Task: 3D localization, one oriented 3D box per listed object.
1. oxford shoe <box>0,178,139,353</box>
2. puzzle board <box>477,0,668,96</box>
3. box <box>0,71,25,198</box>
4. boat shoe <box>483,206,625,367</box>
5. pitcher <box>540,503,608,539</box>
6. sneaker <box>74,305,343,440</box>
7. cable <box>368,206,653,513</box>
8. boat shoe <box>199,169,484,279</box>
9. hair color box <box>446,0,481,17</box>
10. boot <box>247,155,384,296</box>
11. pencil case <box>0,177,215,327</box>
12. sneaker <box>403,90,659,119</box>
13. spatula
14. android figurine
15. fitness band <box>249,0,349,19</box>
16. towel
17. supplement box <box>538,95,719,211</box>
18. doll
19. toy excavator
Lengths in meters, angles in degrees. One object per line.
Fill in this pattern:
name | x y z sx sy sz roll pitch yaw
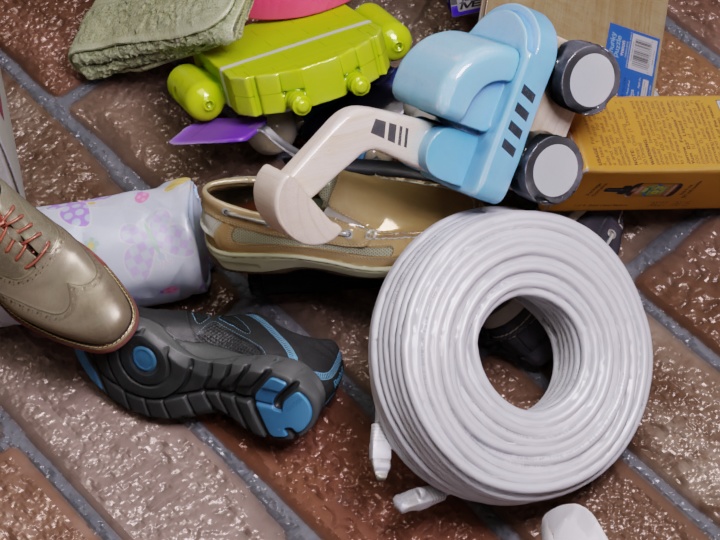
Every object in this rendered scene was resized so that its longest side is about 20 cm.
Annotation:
oxford shoe | -0.239 -0.015 1.585 0.200 0.075 0.071 35 78 12
puzzle board | 0.155 -0.200 1.664 0.150 0.017 0.201 14 81 -26
box | -0.333 -0.122 1.736 0.127 0.109 0.200 -14 50 -5
boat shoe | 0.152 -0.011 1.657 0.073 0.063 0.200 -19 26 51
pitcher | 0.115 0.263 1.422 0.171 0.121 0.200 41 55 18
sneaker | -0.108 0.063 1.623 0.199 0.073 0.082 17 32 18
cable | 0.100 0.055 1.534 0.199 0.069 0.201 -5 87 -25
boat shoe | -0.013 -0.040 1.586 0.199 0.076 0.072 -5 46 5
hair color box | 0.099 -0.283 1.770 0.109 0.065 0.200 -12 41 -2
boot | 0.000 0.000 1.643 0.162 0.074 0.199 0 47 3
pencil case | -0.206 -0.013 1.666 0.199 0.083 0.091 -11 68 -1
sneaker | 0.132 -0.099 1.689 0.200 0.071 0.080 -6 58 -20
spatula | -0.038 -0.086 1.669 0.199 0.021 0.057 14 27 14
android figurine | -0.052 -0.158 1.729 0.181 0.041 0.200 -20 25 -14
fitness band | -0.040 -0.260 1.823 0.143 0.038 0.200 8 38 26
towel | -0.141 -0.224 1.771 0.200 0.036 0.149 -7 56 46
supplement box | 0.217 -0.083 1.632 0.199 0.067 0.069 -4 65 -29
doll | 0.008 -0.128 1.747 0.199 0.049 0.137 -18 42 -10
toy excavator | 0.043 -0.095 1.515 0.100 0.199 0.195 28 99 59
